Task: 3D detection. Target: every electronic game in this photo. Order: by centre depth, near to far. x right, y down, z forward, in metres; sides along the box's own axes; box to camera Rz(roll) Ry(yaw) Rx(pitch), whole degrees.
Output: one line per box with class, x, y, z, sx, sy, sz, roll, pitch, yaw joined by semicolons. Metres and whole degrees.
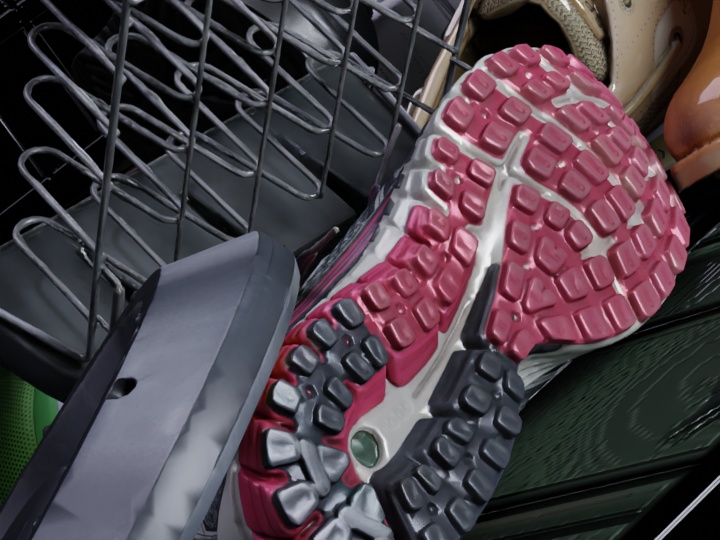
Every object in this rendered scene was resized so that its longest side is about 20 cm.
electronic game;-0.069;0.080;0.649;0.200;0.042;0.200;-59;7;12

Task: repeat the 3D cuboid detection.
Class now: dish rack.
dish rack;-0.026;-0.065;0.723;0.153;0.055;0.200;-33;-31;-37

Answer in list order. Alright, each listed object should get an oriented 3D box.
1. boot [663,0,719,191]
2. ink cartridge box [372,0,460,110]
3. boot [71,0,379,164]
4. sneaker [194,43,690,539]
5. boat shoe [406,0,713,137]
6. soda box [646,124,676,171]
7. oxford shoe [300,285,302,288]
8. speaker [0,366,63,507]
boot;0.114;-0.126;0.837;0.200;0.155;0.077;-42;14;-36
ink cartridge box;-0.011;-0.048;1.185;0.146;0.085;0.200;-31;8;22
boot;-0.011;-0.110;1.021;0.158;0.079;0.211;-42;15;-16
sneaker;0.014;0.011;0.749;0.075;0.081;0.200;-32;9;47
boat shoe;0.064;-0.070;0.867;0.065;0.071;0.200;80;-146;-65
soda box;0.087;-0.077;1.016;0.068;0.064;0.200;-36;7;1
oxford shoe;0.000;0.000;0.987;0.075;0.058;0.200;-44;-6;-9
speaker;-0.106;0.076;0.861;0.200;0.088;0.088;-30;10;37
